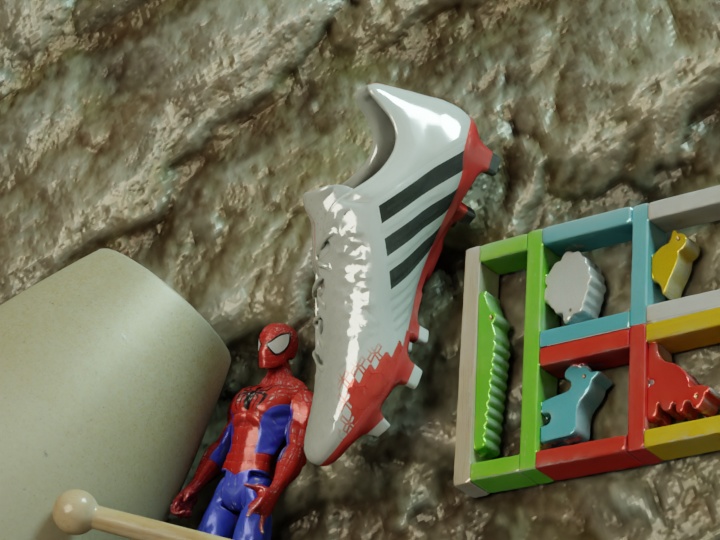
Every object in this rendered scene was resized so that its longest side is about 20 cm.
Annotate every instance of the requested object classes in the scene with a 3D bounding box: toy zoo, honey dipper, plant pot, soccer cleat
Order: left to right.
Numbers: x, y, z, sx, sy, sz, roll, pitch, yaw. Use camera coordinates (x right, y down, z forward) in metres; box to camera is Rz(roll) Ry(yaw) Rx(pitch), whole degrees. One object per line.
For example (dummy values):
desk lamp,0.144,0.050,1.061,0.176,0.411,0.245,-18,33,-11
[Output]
plant pot,-0.166,0.092,1.497,0.187,0.187,0.200,25,69,43
honey dipper,-0.053,0.139,1.395,0.199,0.038,0.038,13,73,9
soccer cleat,0.000,0.000,1.451,0.201,0.085,0.069,-67,16,-14
toy zoo,0.135,0.030,1.382,0.199,0.020,0.132,-14,59,33

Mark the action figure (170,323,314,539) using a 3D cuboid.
action figure,-0.061,0.121,1.473,0.065,0.052,0.201,-5,62,40
